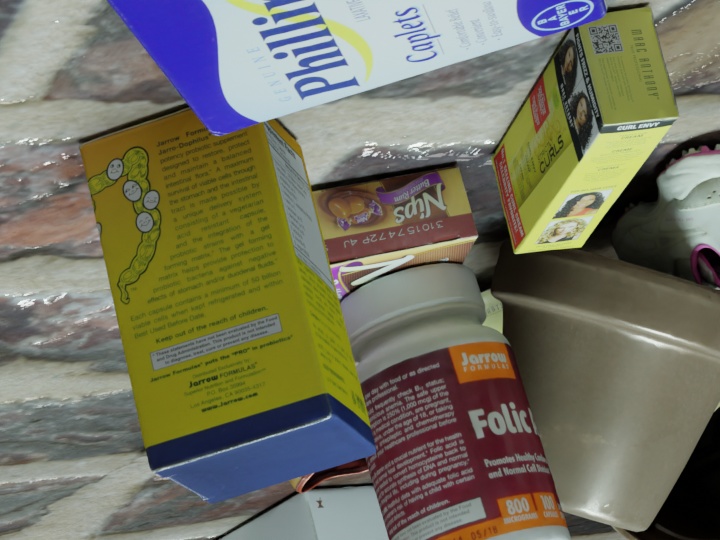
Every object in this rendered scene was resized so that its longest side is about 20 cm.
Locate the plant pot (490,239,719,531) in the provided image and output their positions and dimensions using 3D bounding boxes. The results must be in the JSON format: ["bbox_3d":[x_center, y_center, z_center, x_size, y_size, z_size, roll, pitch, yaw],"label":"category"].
[{"bbox_3d":[0.172,0.087,1.639,0.200,0.175,0.200,16,178,1],"label":"plant pot"}]

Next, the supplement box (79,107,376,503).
[{"bbox_3d":[-0.075,0.017,1.323,0.109,0.200,0.109,-17,161,9],"label":"supplement box"}]

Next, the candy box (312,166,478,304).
[{"bbox_3d":[0.000,0.000,1.561,0.117,0.057,0.200,-10,162,-14],"label":"candy box"}]

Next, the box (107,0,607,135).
[{"bbox_3d":[-0.007,-0.159,1.016,0.200,0.105,0.184,-16,161,7],"label":"box"}]

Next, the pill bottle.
[{"bbox_3d":[0.057,0.105,1.508,0.114,0.200,0.114,-15,162,-5],"label":"pill bottle"}]

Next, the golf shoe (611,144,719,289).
[{"bbox_3d":[0.231,-0.017,1.632,0.075,0.092,0.200,-12,163,-13],"label":"golf shoe"}]

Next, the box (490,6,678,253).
[{"bbox_3d":[0.133,-0.081,1.400,0.050,0.075,0.200,-7,162,-14],"label":"box"}]

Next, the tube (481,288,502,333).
[{"bbox_3d":[0.106,0.051,1.805,0.052,0.058,0.200,24,165,17],"label":"tube"}]

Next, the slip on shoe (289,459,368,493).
[{"bbox_3d":[0.025,0.145,1.996,0.200,0.061,0.074,-14,160,-4],"label":"slip on shoe"}]

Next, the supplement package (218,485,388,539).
[{"bbox_3d":[-0.053,0.300,2.297,0.117,0.117,0.200,2,155,-38],"label":"supplement package"}]

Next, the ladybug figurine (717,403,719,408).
[{"bbox_3d":[0.222,0.093,1.935,0.200,0.072,0.136,-21,135,3],"label":"ladybug figurine"}]

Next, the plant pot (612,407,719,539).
[{"bbox_3d":[0.323,0.149,2.057,0.200,0.200,0.198,-23,168,25],"label":"plant pot"}]

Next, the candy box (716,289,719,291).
[{"bbox_3d":[0.203,0.099,1.840,0.136,0.061,0.200,8,130,-24],"label":"candy box"}]
